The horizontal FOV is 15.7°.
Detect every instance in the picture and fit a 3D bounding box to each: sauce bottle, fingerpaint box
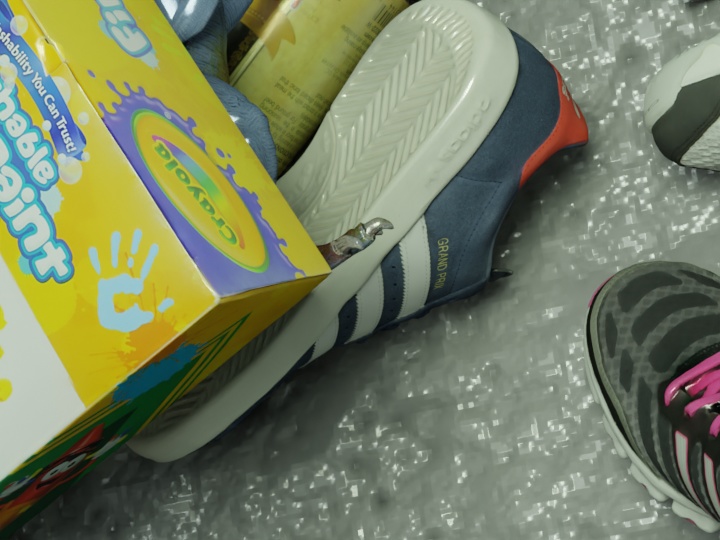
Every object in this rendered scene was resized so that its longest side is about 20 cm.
[{"bbox_3d":[-0.055,-0.050,0.932,0.065,0.065,0.200,38,92,20],"label":"sauce bottle"},{"bbox_3d":[-0.132,-0.030,0.769,0.167,0.073,0.200,-39,78,25],"label":"fingerpaint box"}]

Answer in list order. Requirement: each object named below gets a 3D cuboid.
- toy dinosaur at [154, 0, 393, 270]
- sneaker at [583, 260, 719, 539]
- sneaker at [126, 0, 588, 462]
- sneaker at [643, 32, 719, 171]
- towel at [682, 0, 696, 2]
[{"bbox_3d":[-0.061,-0.074,0.809,0.200,0.105,0.182,-33,91,-25],"label":"toy dinosaur"},{"bbox_3d":[0.136,0.055,0.815,0.074,0.088,0.200,-26,52,-12],"label":"sneaker"},{"bbox_3d":[0.000,0.000,0.899,0.200,0.084,0.075,-44,47,20],"label":"sneaker"},{"bbox_3d":[0.188,-0.033,0.843,0.199,0.076,0.088,1,80,19],"label":"sneaker"},{"bbox_3d":[0.162,-0.207,0.878,0.199,0.086,0.166,-21,74,14],"label":"towel"}]
